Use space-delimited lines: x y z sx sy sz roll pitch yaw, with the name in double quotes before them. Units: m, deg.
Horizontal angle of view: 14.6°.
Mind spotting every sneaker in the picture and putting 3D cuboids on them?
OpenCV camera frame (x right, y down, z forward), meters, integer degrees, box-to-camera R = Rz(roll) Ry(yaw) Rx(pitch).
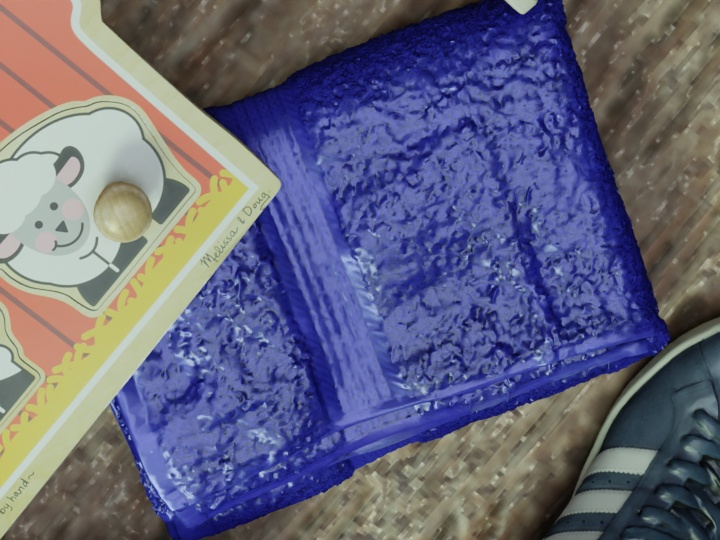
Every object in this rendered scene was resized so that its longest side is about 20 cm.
"sneaker" 0.103 0.106 1.010 0.075 0.085 0.200 35 96 -15

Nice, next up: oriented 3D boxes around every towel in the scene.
"towel" 0.000 0.000 0.987 0.199 0.050 0.148 -22 107 -3

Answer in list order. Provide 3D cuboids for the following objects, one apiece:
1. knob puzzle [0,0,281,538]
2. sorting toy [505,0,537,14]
"knob puzzle" -0.152 -0.019 0.917 0.218 0.030 0.221 -3 107 -11
"sorting toy" 0.029 -0.185 0.906 0.106 0.201 0.180 -8 132 38
